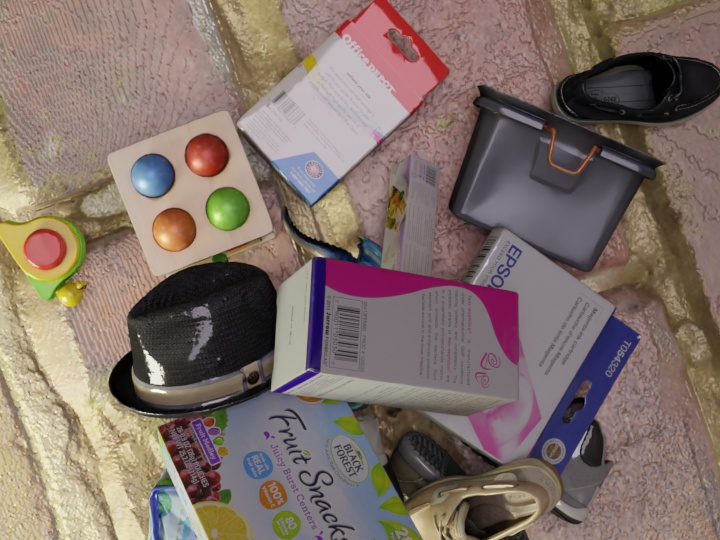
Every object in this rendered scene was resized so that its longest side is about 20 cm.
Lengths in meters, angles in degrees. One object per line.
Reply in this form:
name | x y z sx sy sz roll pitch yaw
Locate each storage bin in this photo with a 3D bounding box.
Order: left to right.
storage bin | 0.189 -0.089 1.197 0.200 0.146 0.135 22 98 -3

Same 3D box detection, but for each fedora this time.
fedora | -0.143 0.051 1.079 0.200 0.201 0.092 -13 115 -4

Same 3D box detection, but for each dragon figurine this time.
dragon figurine | 0.000 0.000 1.215 0.099 0.059 0.200 -33 95 -6

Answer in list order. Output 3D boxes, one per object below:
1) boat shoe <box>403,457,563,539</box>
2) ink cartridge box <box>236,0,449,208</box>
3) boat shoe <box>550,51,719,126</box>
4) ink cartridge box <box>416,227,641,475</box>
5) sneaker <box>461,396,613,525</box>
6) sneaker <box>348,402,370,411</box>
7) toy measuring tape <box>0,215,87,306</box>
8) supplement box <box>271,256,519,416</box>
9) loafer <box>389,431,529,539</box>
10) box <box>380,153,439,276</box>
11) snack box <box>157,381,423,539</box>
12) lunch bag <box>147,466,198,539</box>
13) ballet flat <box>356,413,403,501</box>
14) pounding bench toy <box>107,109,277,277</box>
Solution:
boat shoe | 0.100 0.239 1.133 0.200 0.065 0.072 -26 93 31
ink cartridge box | -0.018 -0.174 1.214 0.200 0.067 0.116 -42 92 -3
boat shoe | 0.302 -0.195 1.222 0.199 0.066 0.075 -3 80 -14
ink cartridge box | 0.165 0.093 1.161 0.200 0.043 0.197 33 82 -10
sneaker | 0.182 0.165 1.224 0.200 0.075 0.116 39 82 -12
sneaker | 0.012 0.109 1.178 0.199 0.078 0.086 12 46 -16
toy measuring tape | -0.337 -0.054 1.193 0.073 0.074 0.200 -33 91 -3
supplement box | 0.032 0.063 1.033 0.199 0.103 0.101 10 70 -21
loafer | 0.101 0.256 1.219 0.200 0.075 0.070 46 112 4
box | 0.048 -0.023 1.181 0.041 0.039 0.200 23 57 -28
snack box | -0.064 0.200 1.031 0.168 0.068 0.200 -20 61 -18
lunch bag | -0.104 0.249 1.150 0.199 0.170 0.128 8 92 -3
ballet flat | -0.028 0.163 1.183 0.200 0.068 0.068 36 111 13
pounding bench toy | -0.149 -0.037 1.159 0.124 0.156 0.200 -22 90 -4
